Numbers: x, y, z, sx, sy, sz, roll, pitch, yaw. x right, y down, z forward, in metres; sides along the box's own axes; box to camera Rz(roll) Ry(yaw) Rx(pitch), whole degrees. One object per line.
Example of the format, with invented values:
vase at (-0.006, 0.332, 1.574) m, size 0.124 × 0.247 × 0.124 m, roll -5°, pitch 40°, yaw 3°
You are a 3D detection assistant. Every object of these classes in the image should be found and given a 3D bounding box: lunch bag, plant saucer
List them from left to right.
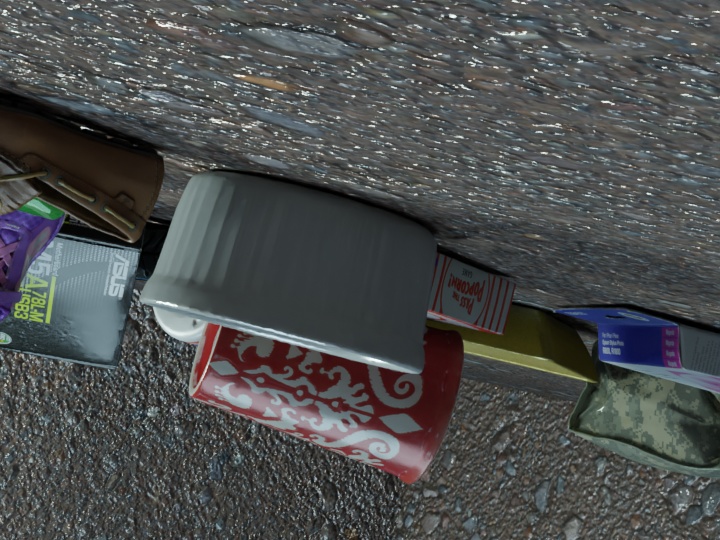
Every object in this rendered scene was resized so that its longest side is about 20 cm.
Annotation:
plant saucer at (0.124, 0.057, 1.663) m, size 0.199 × 0.049 × 0.200 m, roll 13°, pitch 175°, yaw 22°
lunch bag at (0.340, 0.154, 1.743) m, size 0.200 × 0.118 × 0.164 m, roll 17°, pitch 177°, yaw 32°

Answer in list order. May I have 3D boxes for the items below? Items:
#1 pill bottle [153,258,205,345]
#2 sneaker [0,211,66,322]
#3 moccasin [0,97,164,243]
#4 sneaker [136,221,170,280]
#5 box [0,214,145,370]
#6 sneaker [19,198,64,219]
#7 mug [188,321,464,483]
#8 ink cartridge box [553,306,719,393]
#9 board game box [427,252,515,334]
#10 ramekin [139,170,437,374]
pill bottle at (-0.088, 0.030, 1.588) m, size 0.112 × 0.113 × 0.200 m, roll 10°, pitch 174°, yaw 43°
sneaker at (-0.318, -0.009, 1.497) m, size 0.080 × 0.089 × 0.200 m, roll 22°, pitch 134°, yaw -17°
moccasin at (-0.217, -0.063, 1.053) m, size 0.201 × 0.078 × 0.074 m, roll 18°, pitch 174°, yaw -43°
sneaker at (-0.240, -0.021, 1.686) m, size 0.199 × 0.073 × 0.082 m, roll 15°, pitch 177°, yaw -2°
box at (-0.311, 0.008, 1.617) m, size 0.193 × 0.048 × 0.200 m, roll 13°, pitch 140°, yaw -7°
sneaker at (-0.318, -0.067, 1.283) m, size 0.199 × 0.084 × 0.074 m, roll 15°, pitch 175°, yaw -13°
mug at (-0.036, 0.085, 1.424) m, size 0.199 × 0.134 × 0.177 m, roll 18°, pitch 174°, yaw -12°
ink cartridge box at (0.279, 0.074, 1.438) m, size 0.199 × 0.043 × 0.196 m, roll 14°, pitch 176°, yaw -10°
board game box at (0.000, 0.000, 1.350) m, size 0.200 × 0.046 × 0.151 m, roll 11°, pitch 175°, yaw 35°
ramekin at (-0.043, 0.000, 1.168) m, size 0.200 × 0.098 × 0.200 m, roll 15°, pitch 175°, yaw 1°
